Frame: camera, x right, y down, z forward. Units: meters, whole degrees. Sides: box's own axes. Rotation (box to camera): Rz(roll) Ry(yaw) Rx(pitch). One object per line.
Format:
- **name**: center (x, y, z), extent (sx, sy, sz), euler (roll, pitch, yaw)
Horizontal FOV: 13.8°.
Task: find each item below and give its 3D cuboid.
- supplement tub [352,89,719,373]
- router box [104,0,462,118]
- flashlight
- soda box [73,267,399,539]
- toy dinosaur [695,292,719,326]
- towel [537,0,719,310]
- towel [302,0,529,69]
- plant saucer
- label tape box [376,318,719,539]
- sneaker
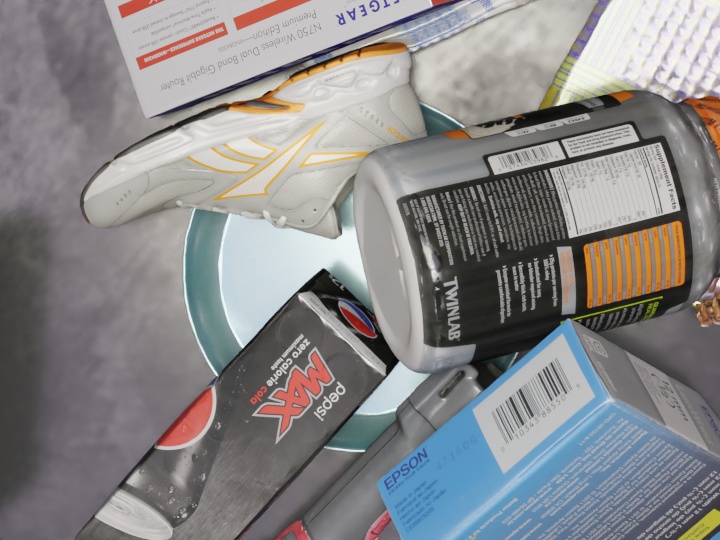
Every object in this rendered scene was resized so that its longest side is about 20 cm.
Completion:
- **supplement tub**: center (0.105, -0.025, 1.570), extent (0.199, 0.122, 0.123), euler (-13, 92, -13)
- **router box**: center (-0.059, -0.198, 1.603), extent (0.199, 0.049, 0.181), euler (-18, 92, 32)
- **flashlight**: center (0.012, 0.132, 1.634), extent (0.068, 0.068, 0.200), euler (45, 103, 3)
- **soda box**: center (-0.066, 0.096, 1.629), extent (0.071, 0.063, 0.200), euler (42, 108, 1)
- **toy dinosaur**: center (0.291, 0.034, 1.632), extent (0.199, 0.102, 0.137), euler (-1, 77, 21)
- **towel**: center (0.180, -0.094, 1.644), extent (0.143, 0.023, 0.201), euler (27, 98, 2)
- **towel**: center (0.036, -0.202, 1.654), extent (0.199, 0.024, 0.148), euler (-24, 89, 2)
- **plant saucer**: center (0.000, 0.000, 1.659), extent (0.199, 0.027, 0.202), euler (0, 94, 5)
- **label tape box**: center (0.126, 0.121, 1.601), extent (0.143, 0.200, 0.066), euler (-42, 51, 17)
- **sneaker**: center (-0.054, -0.050, 1.614), extent (0.199, 0.076, 0.093), euler (-21, 96, 8)
